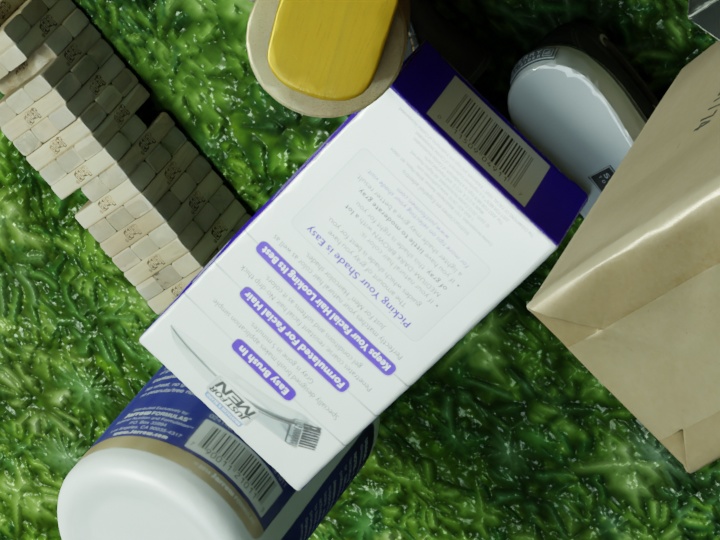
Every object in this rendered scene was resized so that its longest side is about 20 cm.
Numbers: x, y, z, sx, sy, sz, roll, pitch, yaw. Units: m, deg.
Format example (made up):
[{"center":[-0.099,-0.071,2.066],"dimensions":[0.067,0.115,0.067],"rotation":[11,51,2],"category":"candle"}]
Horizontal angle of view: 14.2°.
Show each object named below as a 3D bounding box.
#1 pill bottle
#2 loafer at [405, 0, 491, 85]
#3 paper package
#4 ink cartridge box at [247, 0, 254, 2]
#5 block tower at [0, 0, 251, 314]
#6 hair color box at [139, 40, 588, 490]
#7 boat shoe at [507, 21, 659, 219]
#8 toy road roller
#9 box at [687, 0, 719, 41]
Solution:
[{"center":[-0.059,0.087,1.488],"dimensions":[0.115,0.200,0.116],"rotation":[18,131,21],"category":"pill bottle"},{"center":[0.027,-0.102,1.385],"dimensions":[0.072,0.073,0.201],"rotation":[-5,123,5],"category":"loafer"},{"center":[0.192,-0.041,1.212],"dimensions":[0.103,0.200,0.191],"rotation":[45,135,-9],"category":"paper package"},{"center":[-0.088,-0.247,1.327],"dimensions":[0.164,0.075,0.200],"rotation":[25,134,12],"category":"ink cartridge box"},{"center":[-0.131,-0.060,1.519],"dimensions":[0.200,0.058,0.054],"rotation":[49,136,-12],"category":"block tower"},{"center":[0.000,0.000,1.363],"dimensions":[0.109,0.065,0.200],"rotation":[44,120,-4],"category":"hair color box"},{"center":[0.141,-0.031,1.367],"dimensions":[0.068,0.057,0.200],"rotation":[-21,112,32],"category":"boat shoe"},{"center":[0.044,-0.155,1.255],"dimensions":[0.146,0.123,0.201],"rotation":[19,105,-3],"category":"toy road roller"},{"center":[0.213,-0.189,1.117],"dimensions":[0.049,0.160,0.200],"rotation":[30,140,-25],"category":"box"}]
